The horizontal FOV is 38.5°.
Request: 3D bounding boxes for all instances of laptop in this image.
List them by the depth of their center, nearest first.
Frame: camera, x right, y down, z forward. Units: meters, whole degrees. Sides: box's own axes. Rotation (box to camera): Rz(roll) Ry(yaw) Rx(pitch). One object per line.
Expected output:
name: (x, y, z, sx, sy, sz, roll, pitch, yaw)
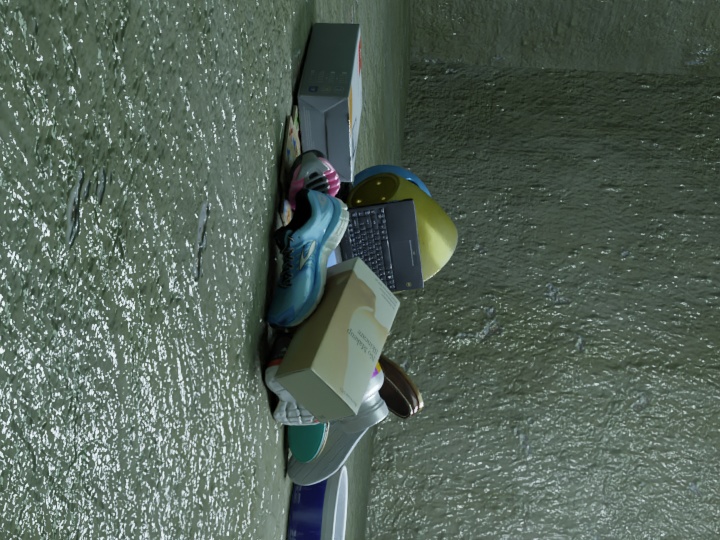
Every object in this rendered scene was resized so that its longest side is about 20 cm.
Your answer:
laptop: (0.000, 0.000, 1.615, 0.104, 0.197, 0.179, -97, 178, -52)

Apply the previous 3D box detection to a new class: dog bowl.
dog bowl: (-0.073, 0.437, 1.783, 0.200, 0.078, 0.203, 4, 90, -84)

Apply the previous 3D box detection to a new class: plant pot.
plant pot: (0.050, -0.081, 1.758, 0.201, 0.198, 0.143, -80, 149, -47)

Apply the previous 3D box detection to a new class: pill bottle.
pill bottle: (-0.031, 0.131, 1.502, 0.104, 0.103, 0.202, -57, 124, -79)

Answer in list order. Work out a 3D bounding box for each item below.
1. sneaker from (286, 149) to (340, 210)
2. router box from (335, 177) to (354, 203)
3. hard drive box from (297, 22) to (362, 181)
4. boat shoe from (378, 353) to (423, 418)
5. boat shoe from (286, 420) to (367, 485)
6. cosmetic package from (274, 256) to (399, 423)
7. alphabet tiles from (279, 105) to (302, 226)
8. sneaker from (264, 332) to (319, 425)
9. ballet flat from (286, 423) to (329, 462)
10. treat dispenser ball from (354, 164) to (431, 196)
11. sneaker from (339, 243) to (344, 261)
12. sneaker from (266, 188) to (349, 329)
sneaker: (-0.071, -0.126, 1.473, 0.200, 0.078, 0.096, 84, -10, -65)
router box: (-0.045, -0.145, 1.798, 0.200, 0.050, 0.151, -71, 166, -69)
hard drive box: (-0.043, -0.259, 1.577, 0.201, 0.076, 0.157, -84, 174, -45)
boat shoe: (0.009, 0.156, 1.590, 0.070, 0.200, 0.071, -34, 164, -45)
boat shoe: (-0.033, 0.269, 1.654, 0.200, 0.072, 0.071, -42, 171, 1)
cosmetic package: (-0.028, 0.092, 1.383, 0.105, 0.071, 0.201, 46, 46, -27)
alphabet tiles: (-0.096, -0.134, 1.503, 0.200, 0.006, 0.168, 80, 15, -70)
sneaker: (-0.089, 0.154, 1.458, 0.201, 0.076, 0.083, 87, 3, -57)
ballet flat: (-0.080, 0.198, 1.597, 0.071, 0.070, 0.202, -71, 162, -69)
treat dispenser ball: (0.048, -0.107, 2.036, 0.201, 0.198, 0.204, 4, 90, -85)
sneaker: (-0.042, 0.011, 1.716, 0.090, 0.067, 0.202, -35, 133, -22)
sneaker: (-0.091, -0.019, 1.388, 0.090, 0.078, 0.202, 30, 70, -38)
